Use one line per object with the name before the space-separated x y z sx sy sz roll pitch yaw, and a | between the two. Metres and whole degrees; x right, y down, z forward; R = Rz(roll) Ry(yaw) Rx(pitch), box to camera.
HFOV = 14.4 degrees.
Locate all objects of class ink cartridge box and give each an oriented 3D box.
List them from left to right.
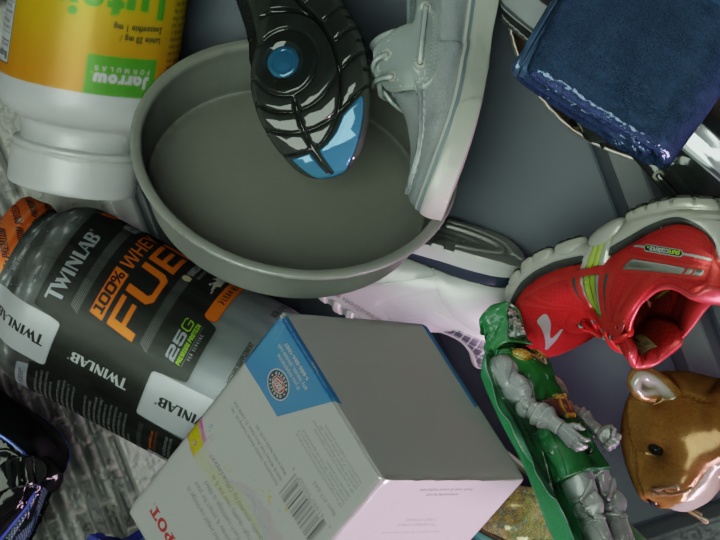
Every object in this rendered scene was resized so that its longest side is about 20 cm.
ink cartridge box | -0.029 0.141 1.691 0.200 0.125 0.129 -51 55 29

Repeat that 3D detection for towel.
towel | 0.181 -0.162 1.645 0.112 0.049 0.200 34 73 -2

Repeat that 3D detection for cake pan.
cake pan | -0.042 -0.060 1.725 0.200 0.200 0.037 23 138 9

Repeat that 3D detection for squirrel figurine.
squirrel figurine | 0.256 0.078 1.711 0.186 0.142 0.200 13 87 21

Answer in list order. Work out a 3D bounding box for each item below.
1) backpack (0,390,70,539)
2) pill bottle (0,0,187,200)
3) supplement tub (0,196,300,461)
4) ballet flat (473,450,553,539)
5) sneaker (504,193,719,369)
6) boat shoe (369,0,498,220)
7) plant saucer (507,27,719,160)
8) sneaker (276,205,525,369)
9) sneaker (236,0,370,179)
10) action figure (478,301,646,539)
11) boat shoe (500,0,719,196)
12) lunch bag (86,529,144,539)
backpack | -0.299 0.148 1.823 0.183 0.147 0.200 35 101 5
pill bottle | -0.166 -0.149 1.766 0.111 0.111 0.200 11 101 11
supplement tub | -0.144 0.040 1.784 0.200 0.123 0.123 27 103 7
ballet flat | 0.051 0.128 1.782 0.200 0.071 0.071 23 103 20
sneaker | 0.152 0.021 1.681 0.200 0.077 0.085 -34 55 53
boat shoe | 0.039 -0.126 1.707 0.071 0.070 0.201 11 67 -3
plant saucer | 0.188 -0.165 1.724 0.200 0.032 0.200 2 99 12
sneaker | 0.000 0.000 1.774 0.200 0.076 0.081 18 112 11
sneaker | -0.035 -0.146 1.726 0.073 0.082 0.200 -17 73 6
action figure | 0.122 0.107 1.686 0.055 0.118 0.200 -35 73 20
boat shoe | 0.155 -0.095 1.693 0.200 0.069 0.057 40 105 2
lunch bag | -0.126 0.285 1.814 0.150 0.094 0.200 26 102 24
